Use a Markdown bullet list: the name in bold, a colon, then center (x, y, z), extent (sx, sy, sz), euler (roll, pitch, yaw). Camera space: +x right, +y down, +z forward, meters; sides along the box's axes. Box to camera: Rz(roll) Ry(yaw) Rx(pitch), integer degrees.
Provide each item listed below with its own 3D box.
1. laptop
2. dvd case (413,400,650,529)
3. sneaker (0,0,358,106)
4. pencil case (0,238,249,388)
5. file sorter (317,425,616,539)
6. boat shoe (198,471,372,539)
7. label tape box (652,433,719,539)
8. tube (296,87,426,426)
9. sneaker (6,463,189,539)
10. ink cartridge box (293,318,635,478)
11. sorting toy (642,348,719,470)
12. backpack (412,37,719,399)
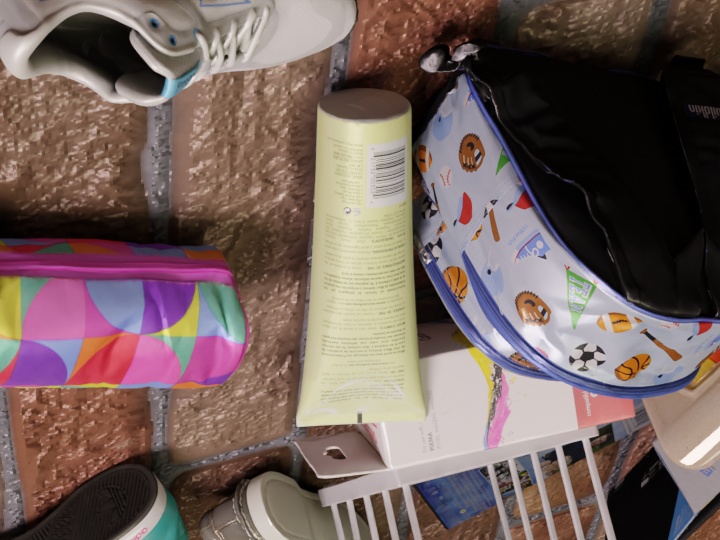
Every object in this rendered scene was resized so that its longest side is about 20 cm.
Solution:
- **laptop**: center (0.296, 0.175, 1.314), extent (0.115, 0.201, 0.188), euler (27, 130, -10)
- **dvd case**: center (0.131, 0.120, 1.226), extent (0.199, 0.018, 0.143), euler (-28, 144, 4)
- **sneaker**: center (-0.084, -0.108, 0.745), extent (0.199, 0.087, 0.075), euler (-4, 138, -30)
- **pencil case**: center (-0.157, 0.022, 0.866), extent (0.199, 0.089, 0.089), euler (3, 136, -37)
- **file sorter**: center (0.072, 0.182, 1.079), extent (0.138, 0.125, 0.200), euler (-11, 172, -17)
- **boat shoe**: center (-0.043, 0.202, 1.177), extent (0.060, 0.072, 0.202), euler (-26, 146, 17)
- **label tape box**: center (0.262, 0.082, 1.153), extent (0.063, 0.144, 0.200), euler (35, 124, -1)
- **tube**: center (0.000, 0.000, 0.902), extent (0.052, 0.058, 0.201), euler (-32, 130, -47)
- **sneaker**: center (-0.197, 0.219, 1.095), extent (0.199, 0.084, 0.121), euler (-30, 135, 4)
- **ink cartridge box**: center (0.057, 0.071, 1.013), extent (0.198, 0.068, 0.116), euler (-11, -173, -10)
- **sorting toy**: center (0.218, -0.009, 0.960), extent (0.036, 0.201, 0.185), euler (28, 118, -31)
- **backpack**: center (0.125, -0.021, 0.893), extent (0.199, 0.191, 0.155), euler (-1, 135, -30)
